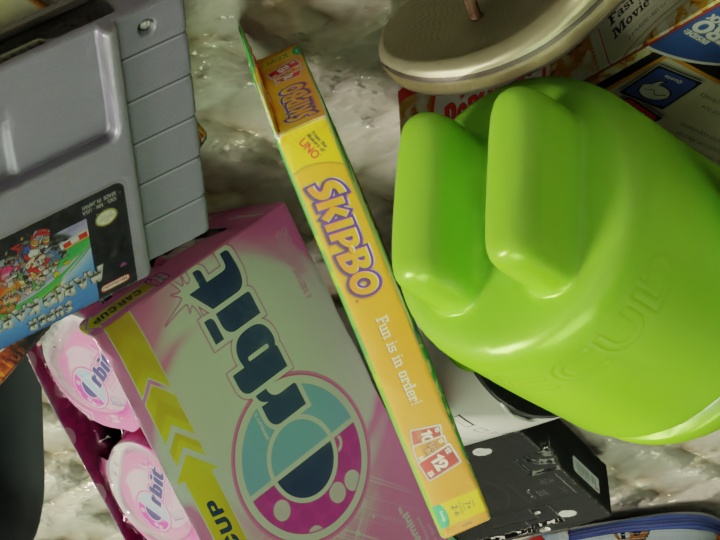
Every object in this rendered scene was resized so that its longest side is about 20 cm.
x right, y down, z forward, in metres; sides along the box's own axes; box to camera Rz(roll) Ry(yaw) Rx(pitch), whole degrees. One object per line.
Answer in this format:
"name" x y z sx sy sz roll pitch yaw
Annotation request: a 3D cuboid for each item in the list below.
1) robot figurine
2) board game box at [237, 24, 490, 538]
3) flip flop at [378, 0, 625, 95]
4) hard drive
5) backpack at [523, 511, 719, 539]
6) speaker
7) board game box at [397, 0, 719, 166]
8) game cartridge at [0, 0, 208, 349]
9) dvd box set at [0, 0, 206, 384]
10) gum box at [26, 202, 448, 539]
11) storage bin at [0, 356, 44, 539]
"robot figurine" 0.093 -0.001 1.006 0.175 0.117 0.199 -15 152 36
"board game box" 0.000 0.000 1.031 0.030 0.096 0.201 -25 113 1
"flip flop" 0.081 -0.126 0.926 0.199 0.081 0.058 -26 119 40
"hard drive" 0.020 0.117 1.409 0.199 0.038 0.140 -16 150 22
"backpack" 0.179 0.229 1.521 0.189 0.155 0.200 -3 160 17
"speaker" 0.023 0.046 1.186 0.081 0.082 0.200 13 161 -28
"board game box" 0.136 -0.071 1.054 0.151 0.047 0.199 21 144 -39
"game cartridge" -0.149 -0.023 0.986 0.199 0.038 0.130 -28 134 -23
"dvd box set" -0.164 -0.045 1.003 0.147 0.029 0.200 -49 141 3
"gum box" -0.051 0.077 1.129 0.113 0.201 0.066 -36 -163 -34
"storage bin" -0.235 0.089 1.168 0.133 0.147 0.200 1 -170 13
